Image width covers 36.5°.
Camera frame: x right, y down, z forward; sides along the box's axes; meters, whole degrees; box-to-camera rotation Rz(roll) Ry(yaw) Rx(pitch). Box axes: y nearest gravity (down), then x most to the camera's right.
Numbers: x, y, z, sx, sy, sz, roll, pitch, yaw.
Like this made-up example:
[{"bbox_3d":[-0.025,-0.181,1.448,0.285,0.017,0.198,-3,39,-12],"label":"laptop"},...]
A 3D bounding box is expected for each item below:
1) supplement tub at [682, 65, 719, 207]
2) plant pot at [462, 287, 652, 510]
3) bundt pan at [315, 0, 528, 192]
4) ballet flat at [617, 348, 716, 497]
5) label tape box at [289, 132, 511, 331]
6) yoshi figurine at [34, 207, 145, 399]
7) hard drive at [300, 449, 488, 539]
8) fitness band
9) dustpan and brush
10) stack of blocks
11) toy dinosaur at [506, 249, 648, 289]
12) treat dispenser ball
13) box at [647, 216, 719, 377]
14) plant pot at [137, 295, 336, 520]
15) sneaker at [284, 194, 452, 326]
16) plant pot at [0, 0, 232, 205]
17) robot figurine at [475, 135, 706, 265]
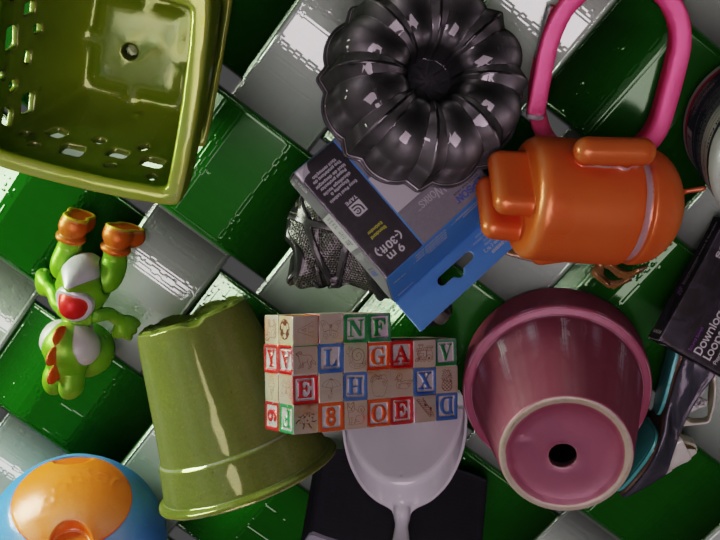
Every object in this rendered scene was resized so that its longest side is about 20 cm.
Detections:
[{"bbox_3d":[0.374,-0.110,0.977,0.140,0.200,0.141,2,112,5],"label":"supplement tub"},{"bbox_3d":[0.203,0.141,1.110,0.200,0.179,0.200,2,112,5],"label":"plant pot"},{"bbox_3d":[0.063,-0.177,1.003,0.201,0.076,0.202,1,84,-9],"label":"bundt pan"},{"bbox_3d":[0.335,0.164,1.165,0.073,0.073,0.200,16,110,0],"label":"ballet flat"},{"bbox_3d":[0.051,-0.062,1.060,0.144,0.063,0.200,-42,93,-9],"label":"label tape box"},{"bbox_3d":[-0.297,0.038,1.186,0.112,0.112,0.200,8,102,-40],"label":"yoshi figurine"},{"bbox_3d":[0.041,0.266,1.203,0.200,0.135,0.042,11,149,-1],"label":"hard drive"},{"bbox_3d":[0.238,-0.190,1.049,0.143,0.037,0.200,10,114,2],"label":"fitness band"},{"bbox_3d":[0.045,0.228,1.178,0.139,0.200,0.057,0,142,6],"label":"dustpan and brush"},{"bbox_3d":[0.003,0.100,1.115,0.200,0.059,0.115,0,89,-33],"label":"stack of blocks"},{"bbox_3d":[0.237,-0.031,1.113,0.200,0.060,0.106,-31,79,14],"label":"toy dinosaur"},{"bbox_3d":[-0.318,0.307,1.222,0.200,0.201,0.201,2,112,6],"label":"treat dispenser ball"},{"bbox_3d":[0.412,0.054,1.102,0.200,0.036,0.143,28,90,-4],"label":"box"},{"bbox_3d":[-0.151,0.134,1.158,0.200,0.200,0.190,-18,97,13],"label":"plant pot"},{"bbox_3d":[0.000,0.000,1.134,0.199,0.076,0.114,42,112,-7],"label":"sneaker"},{"bbox_3d":[-0.227,-0.197,1.021,0.200,0.182,0.199,13,113,1],"label":"plant pot"},{"bbox_3d":[0.210,-0.063,1.010,0.200,0.117,0.144,3,108,-10],"label":"robot figurine"}]
